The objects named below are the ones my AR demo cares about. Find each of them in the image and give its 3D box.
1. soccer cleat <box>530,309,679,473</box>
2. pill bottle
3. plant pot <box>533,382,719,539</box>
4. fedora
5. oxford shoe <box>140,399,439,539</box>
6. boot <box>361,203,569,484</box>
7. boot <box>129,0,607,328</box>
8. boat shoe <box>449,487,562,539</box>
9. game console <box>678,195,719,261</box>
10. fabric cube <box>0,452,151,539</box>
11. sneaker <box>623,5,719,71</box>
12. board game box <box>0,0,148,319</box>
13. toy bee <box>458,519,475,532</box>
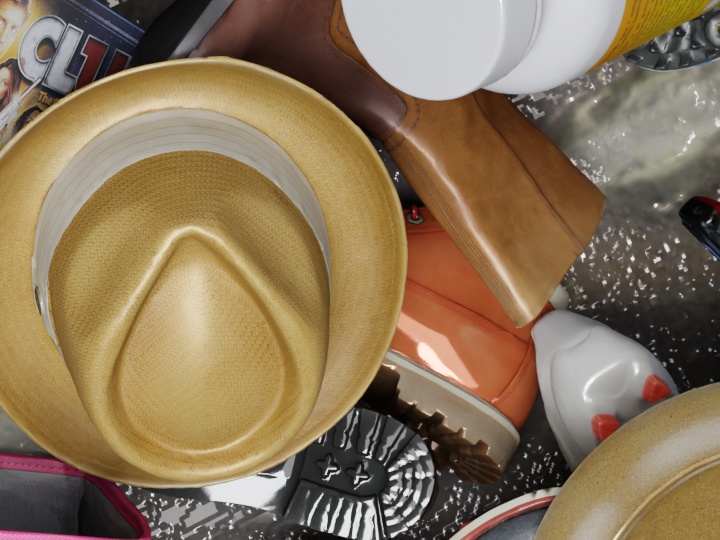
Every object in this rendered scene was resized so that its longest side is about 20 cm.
[{"bbox_3d":[0.132,0.098,1.191,0.069,0.078,0.200,-30,126,-7],"label":"soccer cleat"},{"bbox_3d":[0.083,-0.139,1.112,0.200,0.111,0.111,-29,96,-47],"label":"pill bottle"},{"bbox_3d":[0.161,0.143,1.034,0.199,0.027,0.201,-1,98,-9],"label":"plant pot"},{"bbox_3d":[-0.067,0.017,1.041,0.200,0.082,0.201,-5,120,-9],"label":"fedora"},{"bbox_3d":[-0.060,0.070,1.164,0.200,0.084,0.073,24,90,9],"label":"oxford shoe"},{"bbox_3d":[0.000,0.000,1.183,0.200,0.075,0.107,33,70,-9],"label":"boot"},{"bbox_3d":[0.007,-0.055,1.121,0.068,0.188,0.200,-31,99,32],"label":"boot"},{"bbox_3d":[0.036,0.174,1.067,0.071,0.063,0.200,32,109,-28],"label":"boat shoe"},{"bbox_3d":[0.174,0.066,1.151,0.172,0.200,0.119,44,95,1],"label":"game console"},{"bbox_3d":[-0.201,0.180,1.057,0.199,0.196,0.200,6,93,-13],"label":"fabric cube"},{"bbox_3d":[0.201,-0.163,1.229,0.200,0.072,0.072,-41,81,4],"label":"sneaker"},{"bbox_3d":[-0.149,-0.056,1.065,0.035,0.200,0.136,24,87,34],"label":"board game box"},{"bbox_3d":[0.024,0.154,1.167,0.131,0.200,0.109,2,67,28],"label":"toy bee"}]
